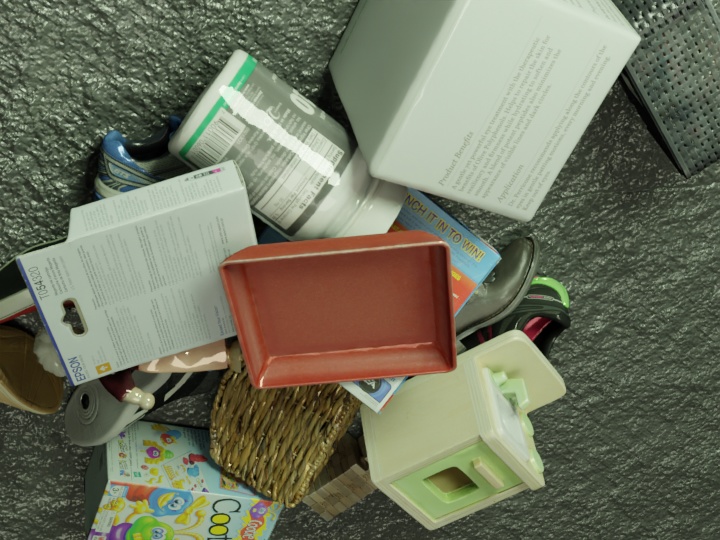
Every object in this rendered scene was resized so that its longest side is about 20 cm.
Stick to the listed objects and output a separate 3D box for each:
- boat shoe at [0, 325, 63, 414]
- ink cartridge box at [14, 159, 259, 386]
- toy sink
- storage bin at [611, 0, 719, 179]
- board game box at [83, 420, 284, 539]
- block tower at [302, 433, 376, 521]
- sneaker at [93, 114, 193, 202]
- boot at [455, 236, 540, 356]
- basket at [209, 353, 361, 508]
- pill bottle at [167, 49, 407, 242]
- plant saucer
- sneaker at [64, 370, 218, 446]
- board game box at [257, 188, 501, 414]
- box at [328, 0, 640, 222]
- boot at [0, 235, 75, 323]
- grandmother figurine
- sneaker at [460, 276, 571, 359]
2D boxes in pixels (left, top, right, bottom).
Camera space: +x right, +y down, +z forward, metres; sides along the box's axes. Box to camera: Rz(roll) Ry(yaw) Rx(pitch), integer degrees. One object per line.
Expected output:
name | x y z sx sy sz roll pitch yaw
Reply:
boat shoe | -0.384 0.091 1.318 0.069 0.074 0.200 -10 146 28
ink cartridge box | -0.186 0.006 1.149 0.199 0.043 0.197 -16 143 -8
toy sink | 0.120 0.176 1.382 0.199 0.113 0.130 -27 135 17
storage bin | 0.288 -0.202 1.222 0.093 0.136 0.200 -32 127 10
board game box | -0.199 0.246 1.452 0.199 0.105 0.103 11 123 -20
block tower | 0.013 0.214 1.513 0.199 0.058 0.054 -35 126 14
sneaker | -0.153 -0.102 1.228 0.198 0.077 0.086 -5 120 -13
boot | 0.074 -0.002 1.363 0.200 0.069 0.174 -45 113 4
basket | -0.070 0.127 1.424 0.142 0.149 0.201 31 119 6
pill bottle | -0.063 -0.096 1.169 0.200 0.113 0.113 36 112 -12
plant saucer | -0.015 0.032 1.177 0.198 0.037 0.200 -6 142 2
sneaker | -0.222 0.130 1.383 0.111 0.073 0.200 2 149 -47
board game box | 0.000 0.000 1.270 0.200 0.056 0.196 38 97 -3
box | 0.099 -0.191 1.144 0.170 0.201 0.200 14 122 -25
boot | -0.269 0.032 1.301 0.199 0.073 0.145 -25 129 1
grandmother figurine | -0.216 0.075 1.258 0.198 0.122 0.061 -1 156 -6
sneaker | 0.155 0.093 1.440 0.076 0.084 0.200 28 115 -29
